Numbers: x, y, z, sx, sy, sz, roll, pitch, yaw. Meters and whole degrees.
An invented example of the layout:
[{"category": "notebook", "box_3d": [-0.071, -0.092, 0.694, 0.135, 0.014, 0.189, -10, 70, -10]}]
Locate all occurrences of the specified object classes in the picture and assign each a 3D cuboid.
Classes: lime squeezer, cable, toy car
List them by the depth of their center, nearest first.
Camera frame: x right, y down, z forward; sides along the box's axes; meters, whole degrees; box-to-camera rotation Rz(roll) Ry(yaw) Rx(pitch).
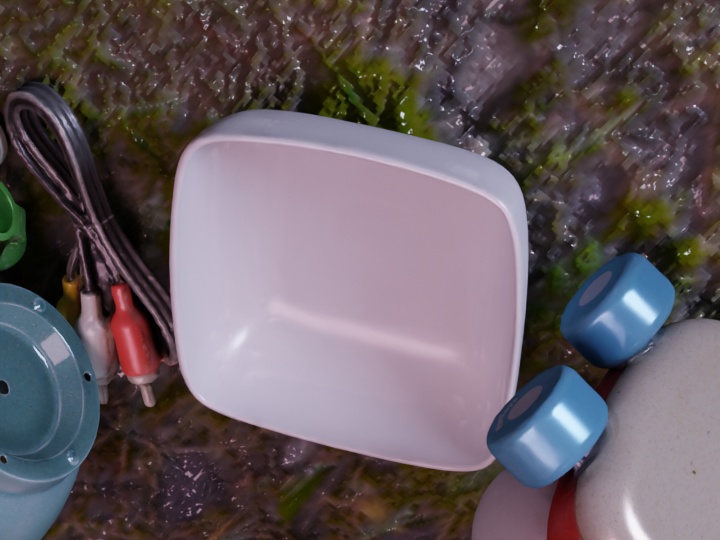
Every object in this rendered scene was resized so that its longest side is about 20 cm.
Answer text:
[{"category": "toy car", "box_3d": [0.130, 0.124, 1.505, 0.184, 0.177, 0.200, 44, 142, -12]}, {"category": "cable", "box_3d": [-0.153, -0.009, 1.578, 0.097, 0.050, 0.200, 16, 135, 41]}, {"category": "lime squeezer", "box_3d": [-0.225, -0.031, 1.589, 0.071, 0.038, 0.200, 18, 156, -2]}]

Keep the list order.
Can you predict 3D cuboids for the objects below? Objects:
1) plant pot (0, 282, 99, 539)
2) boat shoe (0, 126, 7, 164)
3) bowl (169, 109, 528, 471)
[{"category": "plant pot", "box_3d": [-0.235, 0.083, 1.583, 0.134, 0.200, 0.200, -26, 111, 39]}, {"category": "boat shoe", "box_3d": [-0.300, -0.059, 1.603, 0.201, 0.061, 0.072, -3, 123, 24]}, {"category": "bowl", "box_3d": [0.000, 0.000, 1.516, 0.200, 0.075, 0.200, 12, 128, 13]}]
